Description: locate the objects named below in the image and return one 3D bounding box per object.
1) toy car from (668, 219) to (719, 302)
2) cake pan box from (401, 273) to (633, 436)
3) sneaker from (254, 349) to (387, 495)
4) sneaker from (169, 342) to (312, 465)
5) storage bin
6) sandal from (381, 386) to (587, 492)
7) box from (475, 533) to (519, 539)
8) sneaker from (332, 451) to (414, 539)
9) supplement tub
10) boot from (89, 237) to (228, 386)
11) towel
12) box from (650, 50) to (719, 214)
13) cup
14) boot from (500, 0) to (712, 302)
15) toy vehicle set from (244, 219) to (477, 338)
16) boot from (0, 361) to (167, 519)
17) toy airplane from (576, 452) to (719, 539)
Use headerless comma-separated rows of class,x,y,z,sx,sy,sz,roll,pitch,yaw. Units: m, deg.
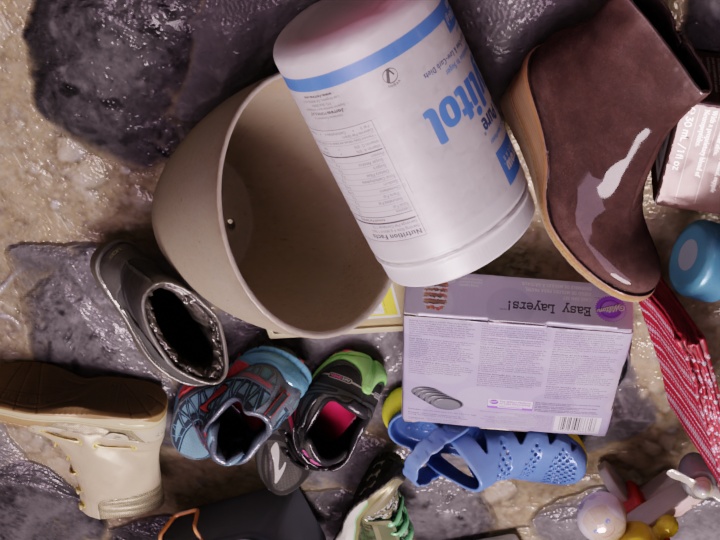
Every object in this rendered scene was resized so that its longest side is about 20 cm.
toy car,0.331,0.080,1.015,0.182,0.202,0.177,16,175,-18
cake pan box,0.133,0.075,1.158,0.197,0.053,0.185,4,148,6
sneaker,-0.047,0.155,1.272,0.076,0.084,0.200,27,130,-12
sneaker,-0.131,0.141,1.261,0.079,0.096,0.200,38,136,-14
storage bin,-0.137,0.291,1.371,0.198,0.135,0.147,-19,109,25
sandal,0.114,0.174,1.257,0.197,0.088,0.080,9,130,1
box,0.094,0.412,1.390,0.198,0.200,0.172,-14,127,25
sneaker,0.028,0.253,1.344,0.088,0.077,0.201,25,139,3
supplement tub,0.034,-0.106,0.982,0.131,0.132,0.201,-17,117,24
boot,-0.148,0.054,1.139,0.182,0.073,0.199,48,165,-28
towel,0.264,0.084,1.111,0.022,0.145,0.201,-23,126,2
box,0.321,-0.092,0.993,0.197,0.075,0.101,7,131,3
cup,-0.081,-0.048,1.054,0.142,0.201,0.201,-3,134,44
boot,0.190,-0.086,0.962,0.201,0.072,0.166,59,145,4
toy vehicle set,0.000,0.000,1.167,0.197,0.027,0.125,-4,130,14
boot,-0.290,0.173,1.345,0.197,0.073,0.157,6,129,-1
toy airplane,0.243,0.236,1.214,0.141,0.201,0.198,41,155,-28
